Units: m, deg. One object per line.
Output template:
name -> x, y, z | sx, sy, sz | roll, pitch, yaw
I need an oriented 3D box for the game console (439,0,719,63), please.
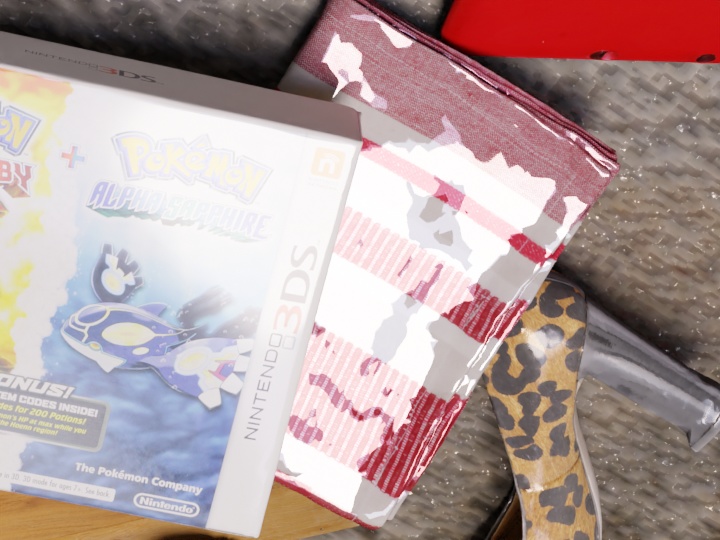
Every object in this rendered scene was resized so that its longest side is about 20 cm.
game console -> 0.141, -0.174, 1.042 | 0.199, 0.119, 0.173 | 0, 91, -17

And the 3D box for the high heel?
high heel -> 0.055, 0.090, 1.168 | 0.142, 0.071, 0.200 | 31, 110, -21

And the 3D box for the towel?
towel -> 0.000, 0.000, 1.078 | 0.144, 0.023, 0.200 | 29, 102, -16

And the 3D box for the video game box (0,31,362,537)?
video game box -> -0.115, 0.004, 1.031 | 0.199, 0.047, 0.183 | 11, 110, -9

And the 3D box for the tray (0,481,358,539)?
tray -> -0.104, 0.088, 1.131 | 0.199, 0.037, 0.099 | -13, 125, -9
